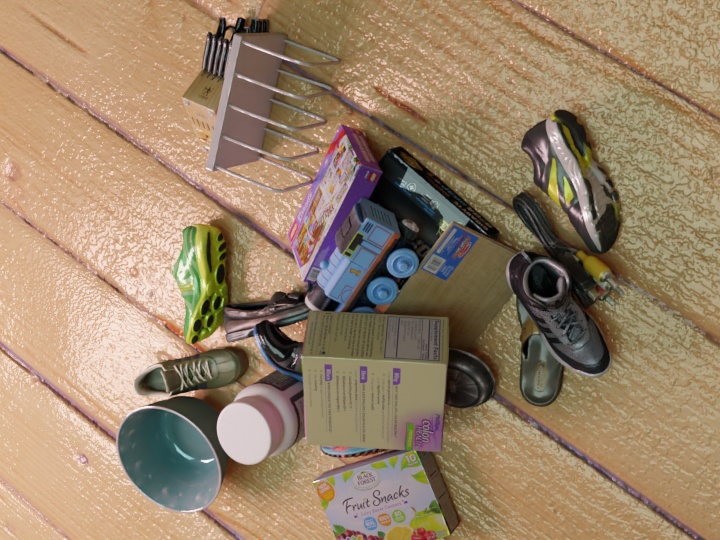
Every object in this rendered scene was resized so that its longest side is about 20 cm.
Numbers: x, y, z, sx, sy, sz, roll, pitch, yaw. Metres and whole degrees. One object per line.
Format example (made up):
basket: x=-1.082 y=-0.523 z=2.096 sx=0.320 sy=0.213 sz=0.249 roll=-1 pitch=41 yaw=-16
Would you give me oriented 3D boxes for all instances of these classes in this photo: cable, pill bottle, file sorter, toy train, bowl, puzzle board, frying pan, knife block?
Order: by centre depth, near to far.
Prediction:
cable: x=0.284 y=-0.026 z=1.465 sx=0.050 sy=0.097 sz=0.201 roll=-31 pitch=64 yaw=-8
toy train: x=0.000 y=0.000 z=1.502 sx=0.113 sy=0.087 sz=0.201 roll=27 pitch=114 yaw=-19
puzzle board: x=0.134 y=0.032 z=1.518 sx=0.150 sy=0.017 sz=0.201 roll=24 pitch=117 yaw=-24
file sorter: x=-0.121 y=-0.232 z=1.562 sx=0.124 sy=0.139 sz=0.202 roll=22 pitch=110 yaw=18
frying pan: x=0.108 y=0.146 z=1.565 sx=0.189 sy=0.031 sz=0.115 roll=26 pitch=135 yaw=4
pill bottle: x=-0.128 y=0.216 z=1.629 sx=0.112 sy=0.200 sz=0.114 roll=6 pitch=104 yaw=25
knife block: x=-0.192 y=-0.288 z=1.637 sx=0.064 sy=0.176 sz=0.201 roll=25 pitch=156 yaw=20
bowl: x=-0.294 y=0.289 z=1.770 sx=0.199 sy=0.105 sz=0.203 roll=10 pitch=118 yaw=20

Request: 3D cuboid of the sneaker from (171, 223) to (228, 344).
sneaker: x=-0.262 y=0.020 z=1.734 sx=0.083 sy=0.074 sz=0.202 roll=18 pitch=108 yaw=40

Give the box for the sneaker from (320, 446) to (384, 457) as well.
sneaker: x=0.023 y=0.232 z=1.643 sx=0.198 sy=0.079 sz=0.097 roll=-19 pitch=75 yaw=25

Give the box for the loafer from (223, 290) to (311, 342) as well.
loafer: x=-0.141 y=0.062 z=1.678 sx=0.198 sy=0.072 sz=0.064 roll=-19 pitch=87 yaw=30

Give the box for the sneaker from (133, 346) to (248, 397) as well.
sneaker: x=-0.288 y=0.177 z=1.761 sx=0.198 sy=0.090 sz=0.068 roll=-11 pitch=96 yaw=27

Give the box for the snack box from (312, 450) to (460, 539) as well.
snack box: x=0.039 y=0.362 z=1.664 sx=0.199 sy=0.053 sz=0.144 roll=-23 pitch=89 yaw=28

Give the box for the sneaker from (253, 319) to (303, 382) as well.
sneaker: x=-0.072 y=0.132 z=1.612 sx=0.199 sy=0.071 sz=0.083 roll=34 pitch=113 yaw=2

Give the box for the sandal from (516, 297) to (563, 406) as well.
sandal: x=0.250 y=0.100 z=1.499 sx=0.081 sy=0.055 sz=0.202 roll=8 pitch=105 yaw=22

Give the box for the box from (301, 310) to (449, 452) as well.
box: x=0.022 y=0.156 z=1.493 sx=0.198 sy=0.097 sz=0.177 roll=3 pitch=129 yaw=4

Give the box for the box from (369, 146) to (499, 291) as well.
box: x=0.079 y=-0.057 z=1.554 sx=0.200 sy=0.046 sz=0.159 roll=42 pitch=116 yaw=11

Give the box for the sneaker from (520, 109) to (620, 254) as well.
sneaker: x=0.284 y=-0.115 z=1.437 sx=0.084 sy=0.074 sz=0.202 roll=-18 pitch=95 yaw=48

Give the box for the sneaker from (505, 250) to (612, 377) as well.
sneaker: x=0.265 y=0.057 z=1.411 sx=0.075 sy=0.114 sz=0.201 roll=-36 pitch=82 yaw=1

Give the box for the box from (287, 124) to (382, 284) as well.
box: x=-0.041 y=-0.095 z=1.561 sx=0.039 sy=0.137 sz=0.201 roll=17 pitch=116 yaw=-24
